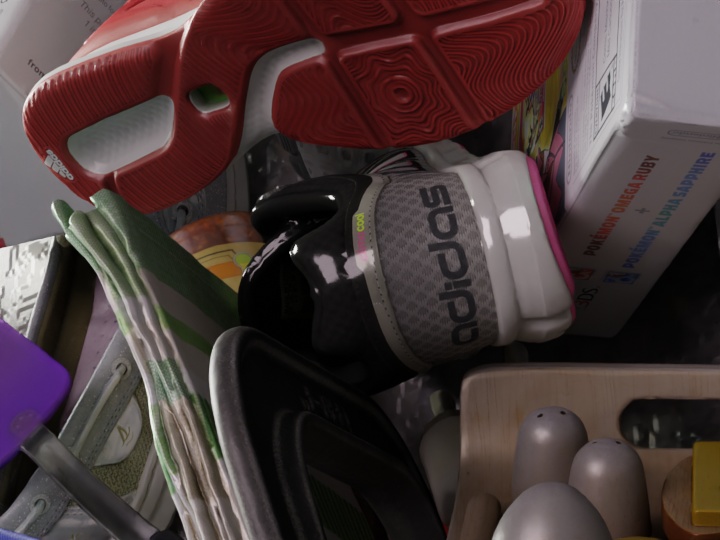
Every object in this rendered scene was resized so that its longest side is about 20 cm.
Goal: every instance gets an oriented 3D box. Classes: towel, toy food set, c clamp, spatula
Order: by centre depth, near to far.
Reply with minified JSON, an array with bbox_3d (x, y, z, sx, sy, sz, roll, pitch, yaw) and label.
[{"bbox_3d":[0.088,0.063,0.669,0.143,0.200,0.061,0,107,8],"label":"toy food set"},{"bbox_3d":[0.005,0.098,0.685,0.027,0.200,0.171,-26,76,12],"label":"c clamp"},{"bbox_3d":[-0.021,0.081,0.755,0.023,0.153,0.200,-30,63,9],"label":"towel"},{"bbox_3d":[-0.084,0.084,0.904,0.200,0.021,0.057,38,72,14],"label":"spatula"}]

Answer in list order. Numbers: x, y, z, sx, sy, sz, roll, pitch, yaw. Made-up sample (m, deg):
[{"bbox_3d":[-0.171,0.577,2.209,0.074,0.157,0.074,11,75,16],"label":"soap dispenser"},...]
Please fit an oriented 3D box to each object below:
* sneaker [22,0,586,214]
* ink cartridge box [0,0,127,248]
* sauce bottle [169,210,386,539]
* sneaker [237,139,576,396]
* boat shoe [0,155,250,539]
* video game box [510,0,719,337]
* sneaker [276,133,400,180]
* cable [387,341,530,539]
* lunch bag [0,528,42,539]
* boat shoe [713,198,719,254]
[{"bbox_3d":[-0.010,-0.093,0.807,0.199,0.078,0.116,-11,37,33],"label":"sneaker"},{"bbox_3d":[-0.121,-0.108,0.987,0.145,0.083,0.200,-13,42,41],"label":"ink cartridge box"},{"bbox_3d":[-0.027,0.071,0.875,0.066,0.066,0.200,-40,47,24],"label":"sauce bottle"},{"bbox_3d":[0.000,0.000,0.818,0.200,0.087,0.074,179,80,-78],"label":"sneaker"},{"bbox_3d":[-0.094,0.010,0.971,0.074,0.065,0.203,-3,70,42],"label":"boat shoe"},{"bbox_3d":[0.084,-0.100,0.794,0.182,0.047,0.201,119,157,-69],"label":"video game box"},{"bbox_3d":[0.024,-0.114,0.912,0.074,0.087,0.201,25,108,44],"label":"sneaker"},{"bbox_3d":[0.045,0.103,0.774,0.097,0.050,0.200,-55,20,16],"label":"cable"},{"bbox_3d":[-0.113,0.155,0.759,0.200,0.170,0.124,12,57,42],"label":"lunch bag"},{"bbox_3d":[0.139,-0.069,0.785,0.073,0.065,0.201,-20,60,36],"label":"boat shoe"}]
